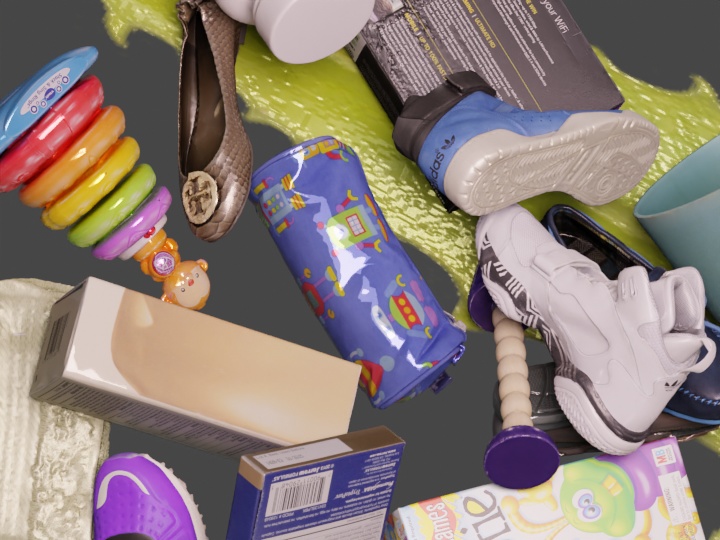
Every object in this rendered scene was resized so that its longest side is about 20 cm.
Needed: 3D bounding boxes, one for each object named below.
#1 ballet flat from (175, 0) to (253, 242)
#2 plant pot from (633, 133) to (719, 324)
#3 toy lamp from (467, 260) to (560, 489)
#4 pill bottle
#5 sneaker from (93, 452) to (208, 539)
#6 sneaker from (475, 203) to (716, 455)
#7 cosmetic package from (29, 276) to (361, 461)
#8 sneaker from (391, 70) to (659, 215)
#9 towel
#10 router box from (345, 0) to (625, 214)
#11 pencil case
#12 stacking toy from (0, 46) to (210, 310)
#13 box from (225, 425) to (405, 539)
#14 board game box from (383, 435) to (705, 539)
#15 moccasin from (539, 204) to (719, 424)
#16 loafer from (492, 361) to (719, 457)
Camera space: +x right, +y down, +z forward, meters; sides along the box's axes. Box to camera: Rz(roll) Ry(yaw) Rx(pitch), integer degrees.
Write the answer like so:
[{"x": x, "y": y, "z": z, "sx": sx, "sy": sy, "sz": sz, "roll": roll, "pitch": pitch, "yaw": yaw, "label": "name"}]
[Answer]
[{"x": -0.110, "y": -0.118, "z": 1.671, "sx": 0.046, "sy": 0.067, "sz": 0.201, "roll": 22, "pitch": 62, "yaw": -46, "label": "ballet flat"}, {"x": 0.316, "y": -0.024, "z": 1.658, "sx": 0.200, "sy": 0.201, "sz": 0.161, "roll": -34, "pitch": 98, "yaw": -13, "label": "plant pot"}, {"x": 0.105, "y": 0.060, "z": 1.630, "sx": 0.058, "sy": 0.058, "sz": 0.200, "roll": 4, "pitch": 41, "yaw": -7, "label": "toy lamp"}, {"x": -0.071, "y": -0.243, "z": 1.657, "sx": 0.111, "sy": 0.111, "sz": 0.200, "roll": -25, "pitch": 61, "yaw": -12, "label": "pill bottle"}, {"x": -0.145, "y": 0.221, "z": 1.563, "sx": 0.069, "sy": 0.099, "sz": 0.201, "roll": -12, "pitch": 87, "yaw": 22, "label": "sneaker"}, {"x": 0.160, "y": 0.014, "z": 1.586, "sx": 0.075, "sy": 0.115, "sz": 0.200, "roll": 1, "pitch": 52, "yaw": -47, "label": "sneaker"}, {"x": -0.111, "y": 0.074, "z": 1.597, "sx": 0.199, "sy": 0.105, "sz": 0.071, "roll": 19, "pitch": 73, "yaw": -18, "label": "cosmetic package"}, {"x": 0.111, "y": -0.096, "z": 1.646, "sx": 0.199, "sy": 0.077, "sz": 0.111, "roll": -12, "pitch": 40, "yaw": -38, "label": "sneaker"}, {"x": -0.241, "y": 0.103, "z": 1.628, "sx": 0.148, "sy": 0.036, "sz": 0.201, "roll": 5, "pitch": 77, "yaw": -6, "label": "towel"}, {"x": 0.077, "y": -0.164, "z": 1.722, "sx": 0.149, "sy": 0.051, "sz": 0.201, "roll": -29, "pitch": 83, "yaw": -15, "label": "router box"}, {"x": 0.000, "y": 0.000, "z": 1.662, "sx": 0.087, "sy": 0.078, "sz": 0.200, "roll": -30, "pitch": 83, "yaw": -13, "label": "pencil case"}, {"x": -0.176, "y": -0.047, "z": 1.648, "sx": 0.200, "sy": 0.110, "sz": 0.116, "roll": 48, "pitch": 66, "yaw": -11, "label": "stacking toy"}, {"x": -0.041, "y": 0.205, "z": 1.572, "sx": 0.121, "sy": 0.032, "sz": 0.201, "roll": -9, "pitch": 119, "yaw": -39, "label": "box"}, {"x": 0.125, "y": 0.193, "z": 1.625, "sx": 0.199, "sy": 0.103, "sz": 0.105, "roll": -14, "pitch": 80, "yaw": -11, "label": "board game box"}, {"x": 0.189, "y": 0.030, "z": 1.652, "sx": 0.200, "sy": 0.068, "sz": 0.080, "roll": 38, "pitch": 62, "yaw": 25, "label": "moccasin"}, {"x": 0.188, "y": 0.097, "z": 1.686, "sx": 0.199, "sy": 0.063, "sz": 0.072, "roll": -4, "pitch": 42, "yaw": -11, "label": "loafer"}]
